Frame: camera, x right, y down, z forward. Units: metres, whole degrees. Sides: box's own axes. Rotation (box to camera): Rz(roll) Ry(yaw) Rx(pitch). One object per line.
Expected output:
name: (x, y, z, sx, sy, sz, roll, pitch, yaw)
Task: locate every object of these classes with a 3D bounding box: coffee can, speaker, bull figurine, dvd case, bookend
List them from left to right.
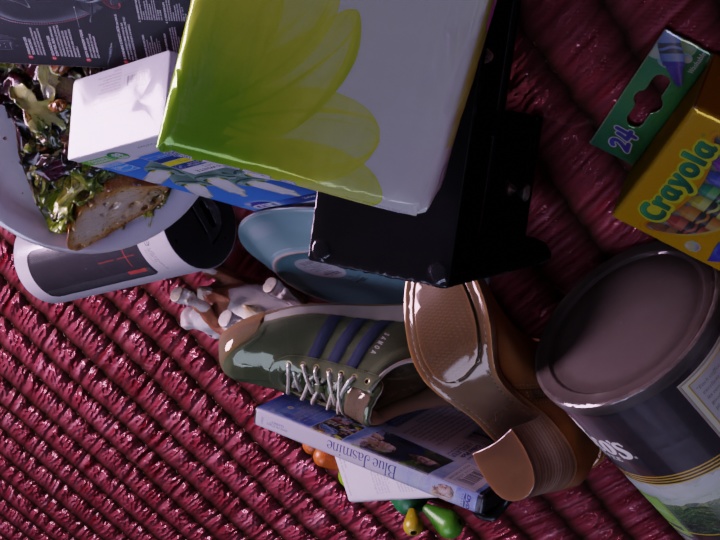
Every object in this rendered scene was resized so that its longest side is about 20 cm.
speaker: (-0.196, -0.025, 1.176, 0.200, 0.081, 0.081, -11, 132, 40)
bull figurine: (-0.095, 0.035, 1.198, 0.200, 0.065, 0.121, 13, 165, 42)
dvd case: (0.038, 0.124, 1.100, 0.200, 0.143, 0.018, 18, 109, 27)
bookend: (0.062, -0.101, 0.892, 0.092, 0.199, 0.200, 11, -172, 23)
coffee can: (0.240, 0.097, 1.011, 0.146, 0.147, 0.200, -13, 130, 46)

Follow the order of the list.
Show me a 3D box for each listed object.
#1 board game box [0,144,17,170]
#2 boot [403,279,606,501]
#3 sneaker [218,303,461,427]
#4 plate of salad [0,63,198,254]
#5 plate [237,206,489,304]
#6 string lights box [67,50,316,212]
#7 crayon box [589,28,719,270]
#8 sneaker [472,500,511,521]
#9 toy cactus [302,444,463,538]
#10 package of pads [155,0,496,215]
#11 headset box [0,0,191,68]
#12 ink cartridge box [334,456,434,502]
board game box: (-0.287, -0.080, 1.165, 0.152, 0.045, 0.200, 0, 172, -43)
boot: (0.121, 0.065, 1.055, 0.077, 0.155, 0.200, -36, 76, 34)
sneaker: (-0.008, 0.077, 1.078, 0.200, 0.090, 0.067, -5, 136, -2)
plate of salad: (-0.198, -0.106, 1.025, 0.200, 0.200, 0.048, 39, -174, -18)
plate: (0.000, 0.000, 1.105, 0.200, 0.026, 0.200, 11, 163, 3)
string lights box: (-0.090, -0.089, 0.989, 0.103, 0.059, 0.200, -8, 164, 43)
crayon box: (0.246, -0.052, 0.887, 0.200, 0.052, 0.126, 27, 148, 1)
sneaker: (0.111, 0.141, 1.226, 0.071, 0.080, 0.200, 10, 141, 26)
toy cactus: (0.014, 0.180, 1.368, 0.200, 0.102, 0.165, 30, 166, -9)
package of pads: (-0.008, -0.140, 0.745, 0.154, 0.200, 0.068, 15, -168, -7)
headset box: (-0.194, -0.208, 0.915, 0.200, 0.075, 0.149, 3, 141, 6)
ink cartridge box: (0.056, 0.111, 1.202, 0.200, 0.050, 0.161, -10, 102, 33)
